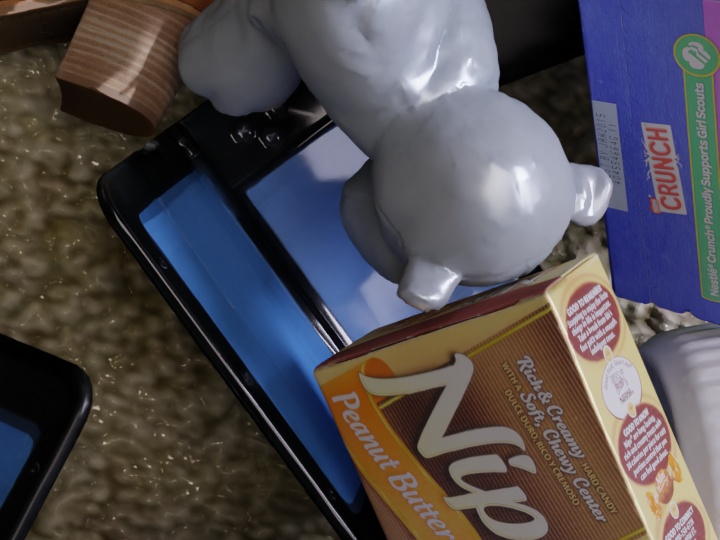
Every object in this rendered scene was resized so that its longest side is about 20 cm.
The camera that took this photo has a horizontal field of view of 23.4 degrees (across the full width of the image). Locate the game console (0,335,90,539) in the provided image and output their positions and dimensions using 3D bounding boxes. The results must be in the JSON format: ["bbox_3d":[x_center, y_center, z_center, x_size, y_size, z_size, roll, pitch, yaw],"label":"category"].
[{"bbox_3d":[-0.231,0.091,0.679,0.175,0.116,0.201,30,78,-14],"label":"game console"}]

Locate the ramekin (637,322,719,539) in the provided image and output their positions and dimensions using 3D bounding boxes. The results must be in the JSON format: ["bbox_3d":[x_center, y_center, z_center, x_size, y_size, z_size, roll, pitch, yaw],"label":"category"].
[{"bbox_3d":[0.171,0.113,0.776,0.094,0.202,0.203,-1,87,-4],"label":"ramekin"}]

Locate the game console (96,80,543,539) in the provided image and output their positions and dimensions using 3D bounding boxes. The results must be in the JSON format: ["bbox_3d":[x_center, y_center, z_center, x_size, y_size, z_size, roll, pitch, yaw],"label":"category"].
[{"bbox_3d":[0.000,0.000,0.765,0.176,0.116,0.200,-38,98,-16],"label":"game console"}]

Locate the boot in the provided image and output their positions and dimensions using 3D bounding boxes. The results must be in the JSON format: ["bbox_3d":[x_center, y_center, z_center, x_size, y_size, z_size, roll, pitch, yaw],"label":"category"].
[{"bbox_3d":[-0.146,-0.164,0.755,0.199,0.077,0.156,20,72,-3],"label":"boot"}]

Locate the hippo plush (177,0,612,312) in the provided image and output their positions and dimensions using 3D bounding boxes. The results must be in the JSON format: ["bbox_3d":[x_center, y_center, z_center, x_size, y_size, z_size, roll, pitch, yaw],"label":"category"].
[{"bbox_3d":[0.037,-0.079,0.692,0.159,0.200,0.161,-36,94,-18],"label":"hippo plush"}]

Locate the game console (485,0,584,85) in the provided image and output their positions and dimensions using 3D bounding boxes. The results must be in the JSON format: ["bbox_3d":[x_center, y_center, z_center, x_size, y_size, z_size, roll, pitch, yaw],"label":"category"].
[{"bbox_3d":[0.080,-0.202,0.830,0.175,0.116,0.201,-20,95,6],"label":"game console"}]

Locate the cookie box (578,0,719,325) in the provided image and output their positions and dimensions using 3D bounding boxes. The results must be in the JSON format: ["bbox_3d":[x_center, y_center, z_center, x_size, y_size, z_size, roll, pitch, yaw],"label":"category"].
[{"bbox_3d":[0.176,-0.103,0.761,0.200,0.075,0.172,-50,142,-36],"label":"cookie box"}]

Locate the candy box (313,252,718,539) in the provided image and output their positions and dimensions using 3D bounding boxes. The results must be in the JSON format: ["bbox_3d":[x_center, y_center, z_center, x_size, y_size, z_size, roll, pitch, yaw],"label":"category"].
[{"bbox_3d":[0.075,0.107,0.688,0.055,0.115,0.201,-29,97,-55],"label":"candy box"}]
